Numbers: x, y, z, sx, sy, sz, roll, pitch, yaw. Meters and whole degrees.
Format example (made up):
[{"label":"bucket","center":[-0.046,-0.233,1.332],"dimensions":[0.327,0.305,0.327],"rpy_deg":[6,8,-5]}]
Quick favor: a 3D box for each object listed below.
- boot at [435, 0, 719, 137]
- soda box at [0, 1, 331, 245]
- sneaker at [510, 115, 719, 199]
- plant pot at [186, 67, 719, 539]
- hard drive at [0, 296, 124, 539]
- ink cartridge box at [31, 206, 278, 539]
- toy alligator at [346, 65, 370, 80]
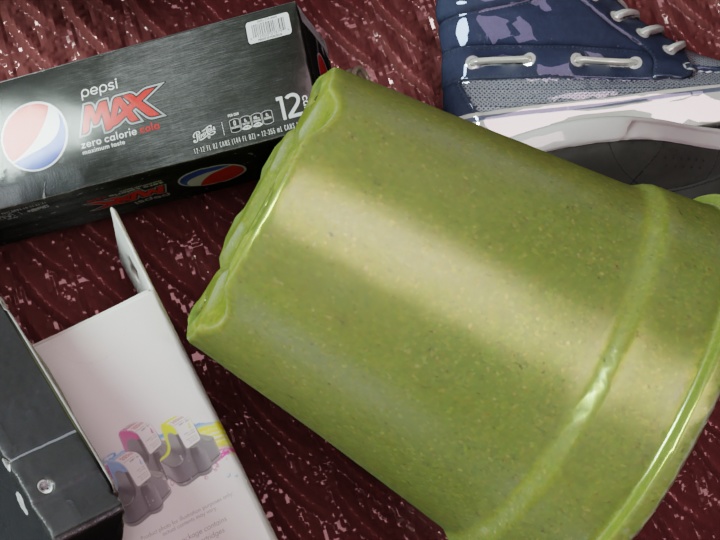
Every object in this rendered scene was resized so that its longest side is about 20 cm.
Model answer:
[{"label":"boot","center":[0.138,-0.111,0.829],"dimensions":[0.199,0.073,0.091],"rpy_deg":[-6,85,-6]},{"label":"soda box","center":[-0.111,-0.067,0.775],"dimensions":[0.199,0.071,0.064],"rpy_deg":[-13,80,8]},{"label":"sneaker","center":[0.143,-0.017,0.795],"dimensions":[0.199,0.071,0.100],"rpy_deg":[2,76,-25]},{"label":"plant pot","center":[0.034,0.014,0.682],"dimensions":[0.184,0.200,0.201],"rpy_deg":[29,77,-9]},{"label":"hard drive","center":[-0.168,0.060,0.710],"dimensions":[0.038,0.140,0.200],"rpy_deg":[-25,64,-26]},{"label":"ink cartridge box","center":[-0.098,0.083,0.747],"dimensions":[0.068,0.115,0.201],"rpy_deg":[-25,81,-11]},{"label":"toy alligator","center":[0.000,0.000,0.807],"dimensions":[0.054,0.059,0.201],"rpy_deg":[-19,78,32]}]
